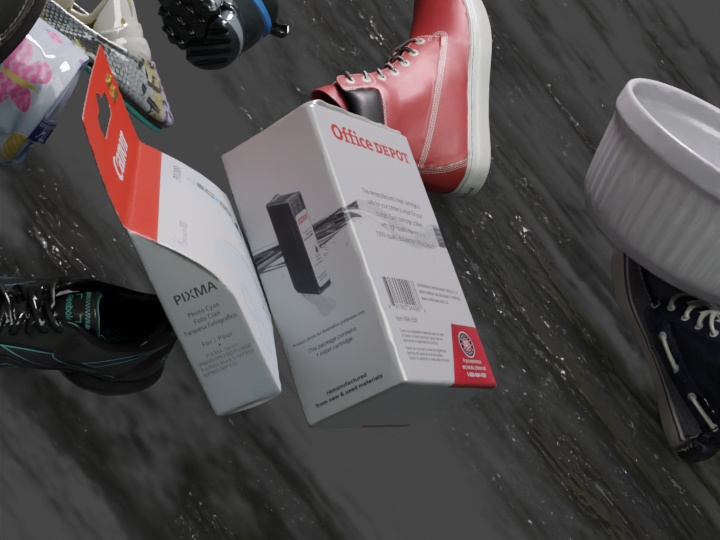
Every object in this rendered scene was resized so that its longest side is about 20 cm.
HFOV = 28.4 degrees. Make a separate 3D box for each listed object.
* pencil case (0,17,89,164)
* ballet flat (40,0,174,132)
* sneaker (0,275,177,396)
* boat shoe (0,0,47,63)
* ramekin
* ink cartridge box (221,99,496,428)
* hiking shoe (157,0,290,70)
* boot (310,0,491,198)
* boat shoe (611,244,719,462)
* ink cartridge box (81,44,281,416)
[{"bbox_3d":[-0.272,-0.158,0.914,0.200,0.091,0.083,39,25,-12],"label":"pencil case"},{"bbox_3d":[-0.196,-0.178,0.976,0.200,0.072,0.072,37,51,-10],"label":"ballet flat"},{"bbox_3d":[-0.203,0.026,0.866,0.198,0.079,0.076,7,62,-29],"label":"sneaker"},{"bbox_3d":[-0.270,-0.127,0.846,0.199,0.057,0.067,-33,102,0],"label":"boat shoe"},{"bbox_3d":[0.279,-0.060,1.176,0.199,0.106,0.201,24,25,-12],"label":"ramekin"},{"bbox_3d":[0.000,0.000,0.979,0.144,0.083,0.202,11,57,-61],"label":"ink cartridge box"},{"bbox_3d":[-0.137,-0.246,1.067,0.087,0.074,0.201,-36,99,-48],"label":"hiking shoe"},{"bbox_3d":[0.028,-0.164,1.129,0.143,0.072,0.202,12,64,-27],"label":"boot"},{"bbox_3d":[0.276,0.047,1.166,0.074,0.093,0.202,-4,67,-34],"label":"boat shoe"},{"bbox_3d":[-0.107,-0.034,0.874,0.160,0.047,0.201,-104,174,-66],"label":"ink cartridge box"}]
